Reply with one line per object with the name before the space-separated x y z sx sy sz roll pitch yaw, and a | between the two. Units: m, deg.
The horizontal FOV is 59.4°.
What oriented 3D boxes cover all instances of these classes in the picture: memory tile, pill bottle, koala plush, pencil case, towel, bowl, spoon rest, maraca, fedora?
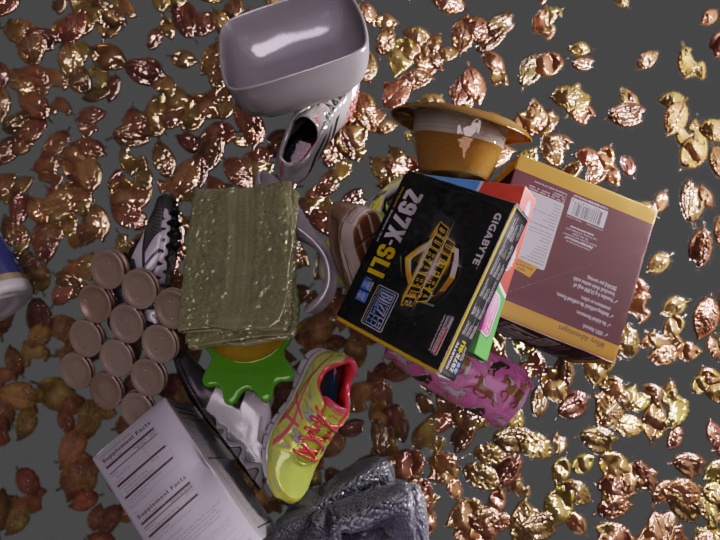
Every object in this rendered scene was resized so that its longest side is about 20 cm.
memory tile | -0.299 0.088 0.799 0.151 0.017 0.203 27 107 8
pill bottle | -0.515 -0.031 0.797 0.110 0.111 0.202 -33 85 -8
koala plush | 0.001 0.362 0.753 0.180 0.177 0.204 -20 95 -13
pencil case | 0.128 0.125 0.838 0.198 0.087 0.083 32 50 1
towel | -0.143 -0.009 0.756 0.145 0.037 0.205 -4 71 7
bowl | -0.085 -0.287 0.847 0.196 0.075 0.202 -17 49 2
spoon rest | -0.082 -0.046 0.834 0.060 0.099 0.203 -29 78 17
maraca | -0.143 0.068 0.804 0.134 0.107 0.204 -5 66 -1
fedora | 0.123 -0.159 0.825 0.196 0.201 0.084 13 93 -2

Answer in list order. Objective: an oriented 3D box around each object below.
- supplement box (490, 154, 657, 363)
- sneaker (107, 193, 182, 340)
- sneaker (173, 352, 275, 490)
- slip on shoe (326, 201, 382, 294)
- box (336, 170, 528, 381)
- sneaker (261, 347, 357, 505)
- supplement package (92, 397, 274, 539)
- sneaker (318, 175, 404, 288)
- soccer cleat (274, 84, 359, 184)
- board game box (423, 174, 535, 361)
supplement box | 0.249 -0.007 0.838 0.193 0.133 0.204 21 81 -1
sneaker | -0.290 -0.004 0.832 0.088 0.066 0.205 7 84 -5
sneaker | -0.161 0.175 0.821 0.088 0.074 0.201 -39 91 -20
slip on shoe | 0.000 0.000 0.813 0.060 0.203 0.076 23 55 36
box | 0.079 0.000 0.727 0.158 0.049 0.203 24 86 40
sneaker | -0.058 0.187 0.782 0.078 0.089 0.204 32 62 -32
supplement package | -0.207 0.272 0.763 0.109 0.114 0.201 -38 75 -8
sneaker | 0.014 -0.061 0.857 0.075 0.076 0.201 41 84 1
soccer cleat | -0.057 -0.212 0.868 0.068 0.085 0.203 30 81 1
board game box | 0.110 -0.010 0.766 0.151 0.040 0.204 12 78 37
